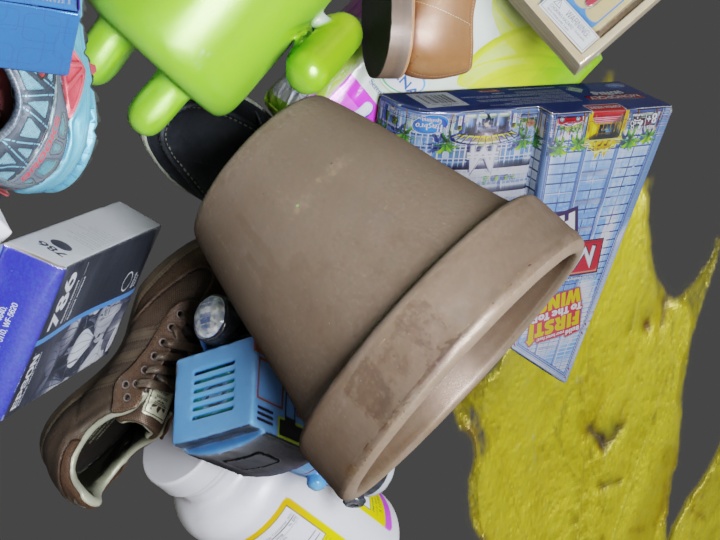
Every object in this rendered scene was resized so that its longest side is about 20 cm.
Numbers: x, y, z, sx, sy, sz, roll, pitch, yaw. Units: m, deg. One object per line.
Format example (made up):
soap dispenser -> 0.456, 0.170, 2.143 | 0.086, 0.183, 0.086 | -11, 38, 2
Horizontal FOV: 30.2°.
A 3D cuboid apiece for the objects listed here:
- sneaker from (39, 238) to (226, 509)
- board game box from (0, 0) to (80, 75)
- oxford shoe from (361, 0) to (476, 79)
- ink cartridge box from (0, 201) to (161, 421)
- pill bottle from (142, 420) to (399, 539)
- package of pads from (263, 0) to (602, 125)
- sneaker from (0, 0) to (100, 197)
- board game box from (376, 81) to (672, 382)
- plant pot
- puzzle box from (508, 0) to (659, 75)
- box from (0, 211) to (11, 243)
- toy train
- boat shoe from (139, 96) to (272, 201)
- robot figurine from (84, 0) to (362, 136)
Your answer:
sneaker -> -0.134, 0.073, 0.889 | 0.070, 0.076, 0.201 | 33, 97, -38
board game box -> -0.229, -0.170, 0.606 | 0.197, 0.154, 0.045 | 5, 145, -19
oxford shoe -> 0.043, -0.211, 0.781 | 0.070, 0.071, 0.204 | 2, 93, -18
ink cartridge box -> -0.180, 0.023, 0.776 | 0.039, 0.200, 0.100 | 28, 105, 6
pill bottle -> -0.064, 0.164, 0.962 | 0.104, 0.104, 0.200 | -46, 128, 0
package of pads -> 0.049, -0.131, 0.889 | 0.200, 0.068, 0.155 | -47, 129, -4
sneaker -> -0.191, -0.139, 0.690 | 0.095, 0.078, 0.203 | -17, 97, -63
board game box -> 0.098, -0.018, 0.895 | 0.197, 0.062, 0.203 | -8, 117, -29
plant pot -> 0.000, 0.000, 0.758 | 0.200, 0.174, 0.200 | -45, 170, -11
puzzle box -> 0.117, -0.238, 0.817 | 0.133, 0.025, 0.201 | -41, 86, -6
box -> -0.292, -0.074, 0.694 | 0.101, 0.113, 0.201 | -39, 127, -3
toy train -> -0.038, 0.085, 0.877 | 0.086, 0.116, 0.199 | -15, 150, 33
boat shoe -> -0.063, -0.053, 0.872 | 0.075, 0.062, 0.200 | -46, 127, 2
robot figurine -> -0.079, -0.172, 0.762 | 0.175, 0.116, 0.200 | 42, 92, -7
